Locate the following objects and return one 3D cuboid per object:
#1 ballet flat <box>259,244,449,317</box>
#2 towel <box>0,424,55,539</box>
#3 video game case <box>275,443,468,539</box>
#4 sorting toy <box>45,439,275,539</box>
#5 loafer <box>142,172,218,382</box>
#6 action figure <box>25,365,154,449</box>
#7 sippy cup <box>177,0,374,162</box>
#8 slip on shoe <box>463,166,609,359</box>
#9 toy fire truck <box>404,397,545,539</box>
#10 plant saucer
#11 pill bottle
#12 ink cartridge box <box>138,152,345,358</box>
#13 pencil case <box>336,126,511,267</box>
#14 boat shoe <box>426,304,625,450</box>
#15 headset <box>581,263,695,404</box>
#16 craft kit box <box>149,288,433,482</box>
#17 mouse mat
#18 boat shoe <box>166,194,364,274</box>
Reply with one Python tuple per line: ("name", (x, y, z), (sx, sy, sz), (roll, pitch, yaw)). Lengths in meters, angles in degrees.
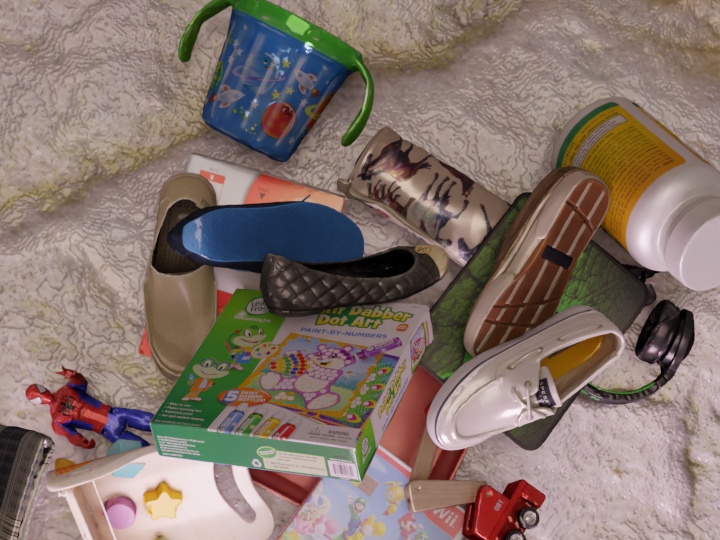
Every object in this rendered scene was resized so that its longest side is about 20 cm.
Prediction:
("ballet flat", (0.000, 0.000, 1.512), (0.199, 0.066, 0.057), (-12, 111, -31))
("towel", (-0.330, 0.241, 1.498), (0.034, 0.192, 0.201), (20, 79, -25))
("video game case", (-0.006, 0.271, 1.553), (0.143, 0.017, 0.200), (37, 82, -3))
("sorting toy", (-0.175, 0.223, 1.523), (0.179, 0.107, 0.201), (-18, 119, -5))
("loafer", (-0.172, 0.010, 1.560), (0.075, 0.068, 0.202), (0, 97, 2))
("action figure", (-0.227, 0.146, 1.559), (0.199, 0.099, 0.066), (20, 82, 2))
("sippy cup", (-0.085, -0.181, 1.593), (0.139, 0.177, 0.131), (25, 94, -43))
("slip on shoe", (0.154, -0.008, 1.528), (0.076, 0.061, 0.201), (26, 95, -36))
("toy fire truck", (0.092, 0.214, 1.537), (0.141, 0.049, 0.201), (34, 71, -3))
("plant saucer", (0.004, 0.147, 1.591), (0.199, 0.037, 0.201), (28, 83, -3))
("pill bottle", (0.275, -0.070, 1.550), (0.112, 0.113, 0.200), (-35, 45, -6))
("ink cartridge box", (-0.117, 0.003, 1.603), (0.161, 0.050, 0.201), (16, 80, 0))
("pencil case", (0.076, -0.057, 1.598), (0.199, 0.078, 0.090), (33, 54, -2))
("boat shoe", (0.153, 0.104, 1.494), (0.199, 0.070, 0.071), (-29, 115, -13))
("headset", (0.278, 0.038, 1.594), (0.124, 0.094, 0.200), (45, 78, 3))
("craft kit box", (-0.058, 0.097, 1.478), (0.198, 0.198, 0.049), (4, 125, 21))
("mouse mat", (0.159, 0.046, 1.551), (0.161, 0.008, 0.200), (38, 80, 0))
("boat shoe", (-0.088, -0.035, 1.533), (0.199, 0.068, 0.085), (12, 82, -38))
